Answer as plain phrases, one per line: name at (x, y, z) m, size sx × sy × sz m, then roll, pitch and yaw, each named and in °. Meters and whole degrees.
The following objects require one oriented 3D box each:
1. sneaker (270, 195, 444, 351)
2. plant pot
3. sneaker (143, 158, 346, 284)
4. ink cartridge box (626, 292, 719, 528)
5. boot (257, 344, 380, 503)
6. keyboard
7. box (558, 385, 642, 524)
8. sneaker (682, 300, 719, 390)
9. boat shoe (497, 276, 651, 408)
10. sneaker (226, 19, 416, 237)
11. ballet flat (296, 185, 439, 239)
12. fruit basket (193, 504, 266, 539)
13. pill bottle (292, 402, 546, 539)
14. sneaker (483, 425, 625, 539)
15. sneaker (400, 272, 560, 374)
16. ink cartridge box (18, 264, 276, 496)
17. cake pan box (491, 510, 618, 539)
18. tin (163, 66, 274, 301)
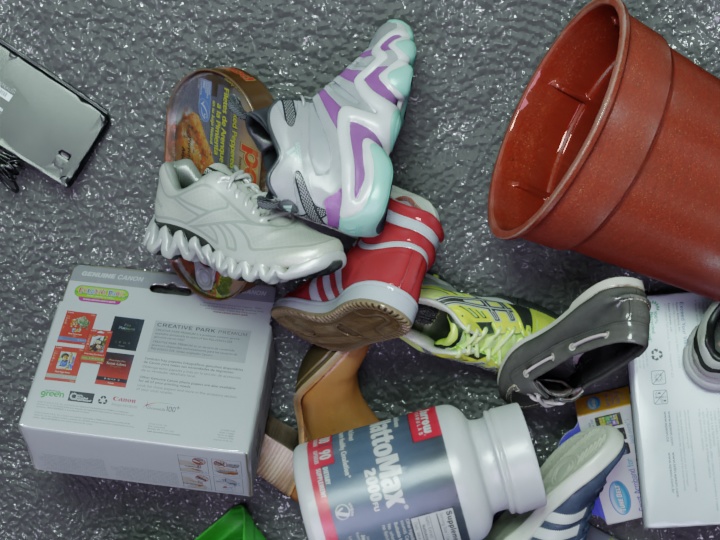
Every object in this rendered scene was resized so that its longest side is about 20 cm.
sneaker at (0.000, 0.000, 1.029) m, size 0.071 × 0.199 × 0.113 m, roll 32°, pitch 69°, yaw -24°
plant pot at (0.231, -0.080, 0.968) m, size 0.194 × 0.201 × 0.202 m, roll 23°, pitch 113°, yaw -13°
sneaker at (-0.095, -0.039, 0.980) m, size 0.199 × 0.075 × 0.082 m, roll 15°, pitch 104°, yaw 35°
ink cartridge box at (0.331, 0.114, 1.058) m, size 0.198 × 0.043 × 0.198 m, roll -5°, pitch 80°, yaw 9°
boot at (0.001, 0.147, 1.137) m, size 0.154 × 0.077 × 0.201 m, roll 29°, pitch 110°, yaw -8°
keyboard at (-0.324, -0.147, 1.081) m, size 0.199 × 0.040 × 0.105 m, roll 34°, pitch 88°, yaw -7°
box at (0.283, 0.158, 1.132) m, size 0.198 × 0.042 × 0.120 m, roll -14°, pitch 109°, yaw 13°
sneaker at (0.341, 0.011, 1.014) m, size 0.073 × 0.080 × 0.201 m, roll 34°, pitch 86°, yaw 16°
boat shoe at (0.170, 0.077, 1.019) m, size 0.066 × 0.057 × 0.200 m, roll 9°, pitch 145°, yaw -21°
sneaker at (-0.034, -0.127, 0.972) m, size 0.138 × 0.201 × 0.078 m, roll 11°, pitch 146°, yaw 0°
ballet flat at (-0.025, -0.062, 1.060) m, size 0.198 × 0.070 × 0.070 m, roll 22°, pitch 113°, yaw -3°
fruit basket at (-0.169, 0.320, 1.157) m, size 0.155 × 0.216 × 0.216 m, roll -41°, pitch 103°, yaw 19°
pill bottle at (0.051, 0.182, 1.061) m, size 0.198 × 0.120 × 0.121 m, roll -16°, pitch 110°, yaw 2°
sneaker at (0.183, 0.227, 1.109) m, size 0.084 × 0.075 × 0.200 m, roll 37°, pitch 111°, yaw -6°
sneaker at (0.101, 0.059, 1.090) m, size 0.198 × 0.077 × 0.076 m, roll 15°, pitch 111°, yaw -3°
ink cartridge box at (-0.180, 0.095, 1.114) m, size 0.198 × 0.177 × 0.084 m, roll 7°, pitch 144°, yaw 3°
cake pan box at (0.145, 0.316, 1.205) m, size 0.183 × 0.052 × 0.201 m, roll 27°, pitch 112°, yaw -3°
tin at (-0.117, -0.072, 1.053) m, size 0.111 × 0.042 × 0.202 m, roll 26°, pitch 119°, yaw 36°
